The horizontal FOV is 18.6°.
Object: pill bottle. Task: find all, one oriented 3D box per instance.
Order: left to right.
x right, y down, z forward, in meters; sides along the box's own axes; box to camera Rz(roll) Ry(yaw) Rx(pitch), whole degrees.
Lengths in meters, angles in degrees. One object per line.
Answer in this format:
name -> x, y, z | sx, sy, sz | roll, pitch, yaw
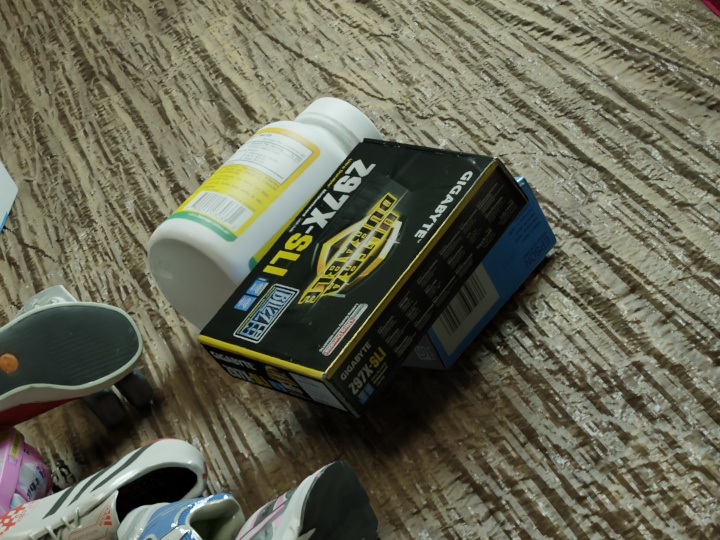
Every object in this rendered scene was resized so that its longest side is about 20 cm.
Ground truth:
pill bottle -> -0.068, -0.047, 1.747 | 0.112, 0.113, 0.200 | 0, 39, 47

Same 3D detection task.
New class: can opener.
can opener -> -0.222, 0.074, 1.776 | 0.053, 0.067, 0.200 | -35, 38, -13

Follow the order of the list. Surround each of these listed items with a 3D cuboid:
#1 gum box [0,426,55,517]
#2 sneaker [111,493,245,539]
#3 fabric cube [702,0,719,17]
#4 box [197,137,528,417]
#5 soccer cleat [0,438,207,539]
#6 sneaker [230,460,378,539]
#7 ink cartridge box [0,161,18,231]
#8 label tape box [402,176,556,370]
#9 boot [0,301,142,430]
gum box -> -0.320, 0.201, 1.610 | 0.199, 0.066, 0.114 | -25, 26, 11
sneaker -> -0.128, 0.205, 1.384 | 0.077, 0.076, 0.201 | -23, 27, 24
fabric cube -> 0.320, -0.349, 1.789 | 0.195, 0.200, 0.200 | -28, 25, 1
box -> 0.000, 0.000, 1.520 | 0.200, 0.049, 0.159 | -51, 31, -18
soccer cleat -> -0.191, 0.180, 1.508 | 0.199, 0.069, 0.085 | -30, 10, -12
sneaker -> -0.062, 0.204, 1.339 | 0.086, 0.081, 0.200 | -25, 14, 39
ink cartridge box -> -0.467, -0.064, 2.199 | 0.199, 0.126, 0.129 | -22, 26, 14
label tape box -> 0.025, -0.002, 1.619 | 0.199, 0.064, 0.144 | 3, 42, 49
boot -> -0.270, 0.093, 1.681 | 0.199, 0.073, 0.144 | -19, -15, -30
